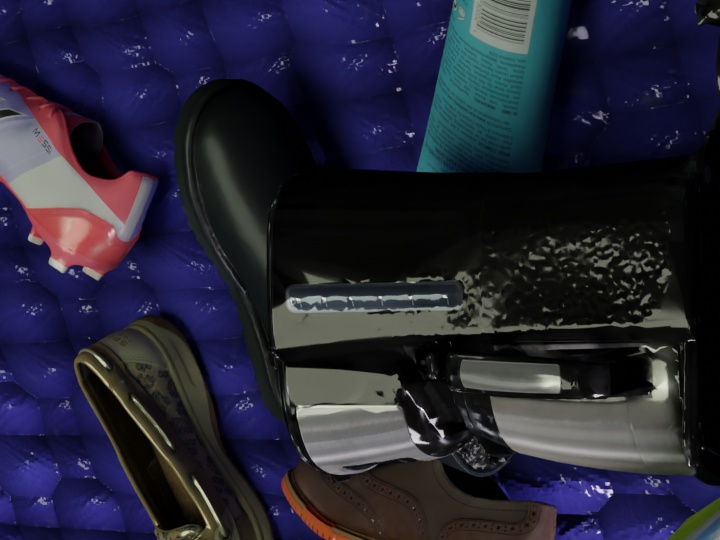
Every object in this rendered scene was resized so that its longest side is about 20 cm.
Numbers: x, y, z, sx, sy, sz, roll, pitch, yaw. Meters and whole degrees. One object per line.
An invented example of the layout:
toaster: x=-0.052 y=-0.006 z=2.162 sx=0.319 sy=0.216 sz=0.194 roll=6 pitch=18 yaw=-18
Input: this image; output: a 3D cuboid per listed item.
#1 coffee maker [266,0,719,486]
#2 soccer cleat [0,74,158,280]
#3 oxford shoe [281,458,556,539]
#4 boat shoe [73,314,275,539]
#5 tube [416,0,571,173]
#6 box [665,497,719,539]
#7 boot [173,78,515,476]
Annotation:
coffee maker: x=0.071 y=-0.004 z=1.022 sx=0.198 sy=0.135 sz=0.194 roll=0 pitch=69 yaw=26
soccer cleat: x=-0.191 y=-0.077 z=1.375 sx=0.200 sy=0.067 sz=0.077 roll=45 pitch=106 yaw=31
oxford shoe: x=0.033 y=0.123 z=1.226 sx=0.199 sy=0.071 sz=0.073 roll=21 pitch=92 yaw=49
boat shoe: x=-0.107 y=0.129 z=1.373 sx=0.073 sy=0.062 sz=0.201 roll=-22 pitch=93 yaw=50
tube: x=0.061 y=-0.078 z=1.093 sx=0.077 sy=0.050 sz=0.201 roll=43 pitch=141 yaw=32
box: x=0.172 y=0.113 z=1.000 sx=0.048 sy=0.122 sz=0.200 roll=51 pitch=140 yaw=6
boot: x=0.000 y=0.000 z=1.172 sx=0.167 sy=0.076 sz=0.202 roll=7 pitch=119 yaw=50
